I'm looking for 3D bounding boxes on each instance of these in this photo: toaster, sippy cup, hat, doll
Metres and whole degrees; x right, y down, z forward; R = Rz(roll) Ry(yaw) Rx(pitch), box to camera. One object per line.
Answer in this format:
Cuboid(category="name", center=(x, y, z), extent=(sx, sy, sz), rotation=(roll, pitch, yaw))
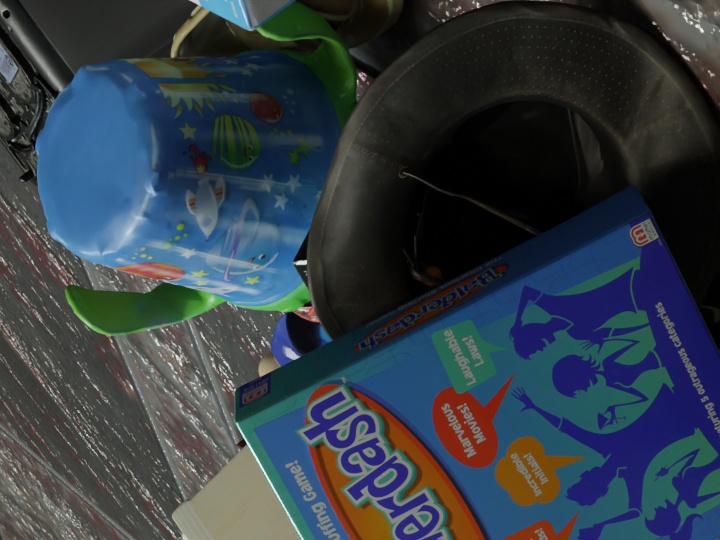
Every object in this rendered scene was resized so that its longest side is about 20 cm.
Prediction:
Cuboid(category="toaster", center=(-0.189, -0.152, 1.318), extent=(0.200, 0.119, 0.181), rotation=(53, 159, -1))
Cuboid(category="sippy cup", center=(-0.085, -0.050, 1.062), extent=(0.139, 0.130, 0.179), rotation=(10, 94, 43))
Cuboid(category="hat", center=(0.070, -0.028, 0.970), extent=(0.201, 0.200, 0.081), rotation=(58, -172, -15))
Cuboid(category="doll", center=(-0.010, 0.047, 1.367), extent=(0.136, 0.049, 0.200), rotation=(39, 158, 3))

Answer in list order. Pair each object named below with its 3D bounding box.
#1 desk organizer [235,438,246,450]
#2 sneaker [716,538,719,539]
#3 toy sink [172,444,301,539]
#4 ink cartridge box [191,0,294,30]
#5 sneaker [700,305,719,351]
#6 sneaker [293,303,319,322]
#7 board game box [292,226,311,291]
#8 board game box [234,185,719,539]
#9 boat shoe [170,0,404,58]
Cuboid(category="desk organizer", center=(0.009, 0.159, 1.464), extent=(0.200, 0.077, 0.072), rotation=(30, 150, 43))
Cuboid(category="sneaker", center=(0.155, 0.117, 1.086), extent=(0.200, 0.081, 0.088), rotation=(42, 156, -30))
Cuboid(category="toy sink", center=(-0.031, 0.176, 1.331), extent=(0.130, 0.200, 0.112), rotation=(41, -175, -46))
Cuboid(category="ink cartridge box", center=(-0.078, -0.201, 1.026), extent=(0.200, 0.115, 0.068), rotation=(31, 150, 42))
Cuboid(category="sneaker", center=(0.126, 0.035, 1.042), extent=(0.200, 0.078, 0.090), rotation=(44, 164, 26))
Cuboid(category="sneaker", center=(-0.001, -0.001, 1.191), extent=(0.067, 0.108, 0.202), rotation=(40, 156, 28))
Cuboid(category="board game box", center=(0.042, 0.027, 1.065), extent=(0.028, 0.136, 0.201), rotation=(-10, 125, 30))
Cuboid(category="board game box", center=(0.066, 0.077, 0.936), extent=(0.153, 0.199, 0.045), rotation=(61, -174, -17))
Cuboid(category="boat shoe", center=(-0.042, -0.137, 1.122), extent=(0.073, 0.063, 0.200), rotation=(58, 158, -14))
